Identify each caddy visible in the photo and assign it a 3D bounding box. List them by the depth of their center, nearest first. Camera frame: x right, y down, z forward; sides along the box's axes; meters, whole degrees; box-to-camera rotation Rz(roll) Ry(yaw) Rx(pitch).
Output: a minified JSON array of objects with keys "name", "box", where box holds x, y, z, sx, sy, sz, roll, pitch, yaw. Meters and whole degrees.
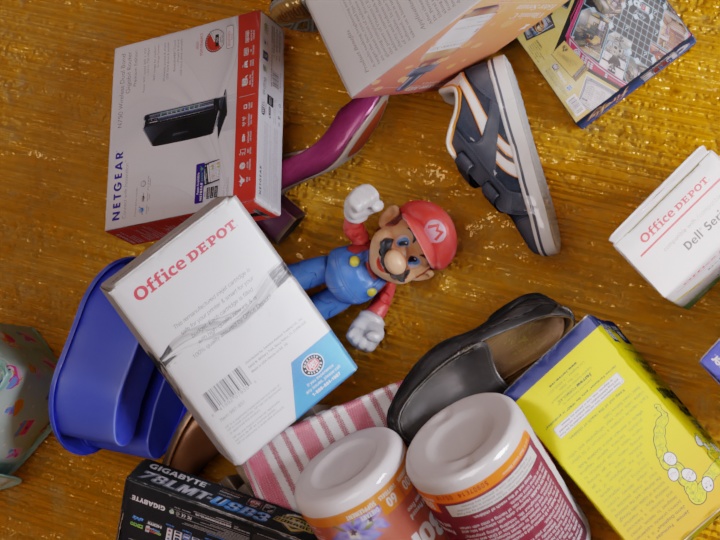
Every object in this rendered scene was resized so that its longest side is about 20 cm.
[{"name":"caddy","box":[-0.230,0.088,1.608,0.104,0.141,0.202,14,79,28]}]

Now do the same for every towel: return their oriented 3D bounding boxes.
[{"name":"towel","box":[0.001,0.191,1.550,0.198,0.030,0.147,-24,104,6]}]

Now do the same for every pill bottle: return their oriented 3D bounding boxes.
[{"name":"pill bottle","box":[0.132,0.217,1.449,0.113,0.115,0.201,-25,116,15]},{"name":"pill bottle","box":[0.033,0.250,1.489,0.111,0.112,0.201,-26,112,15]}]

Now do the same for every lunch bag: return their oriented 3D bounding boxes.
[{"name":"lunch bag","box":[-0.398,0.153,1.653,0.122,0.170,0.200,41,95,19]}]

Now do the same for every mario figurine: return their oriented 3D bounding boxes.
[{"name":"mario figurine","box":[0.000,0.000,1.558,0.199,0.123,0.107,-27,50,20]}]

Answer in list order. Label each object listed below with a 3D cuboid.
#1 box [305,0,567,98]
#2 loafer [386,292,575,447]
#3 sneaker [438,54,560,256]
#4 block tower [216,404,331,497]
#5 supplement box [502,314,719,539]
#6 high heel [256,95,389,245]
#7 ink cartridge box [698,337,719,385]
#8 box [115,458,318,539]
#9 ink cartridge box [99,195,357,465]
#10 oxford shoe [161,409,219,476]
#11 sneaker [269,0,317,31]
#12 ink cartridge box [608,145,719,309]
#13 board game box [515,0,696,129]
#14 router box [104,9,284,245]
[{"name":"box","box":[0.079,-0.254,1.501,0.199,0.152,0.107,-33,78,37]},{"name":"loafer","box":[0.109,0.088,1.494,0.200,0.072,0.073,-40,101,-12]},{"name":"sneaker","box":[0.129,-0.098,1.544,0.079,0.078,0.202,-19,68,12]},{"name":"block tower","box":[-0.098,0.213,1.606,0.200,0.054,0.058,-42,74,12]},{"name":"supplement box","box":[0.239,0.151,1.465,0.109,0.109,0.200,-43,74,11]},{"name":"high heel","box":[-0.058,-0.127,1.613,0.096,0.067,0.200,42,102,7]},{"name":"ink cartridge box","box":[0.370,0.060,1.412,0.200,0.136,0.076,-47,68,10]},{"name":"box","box":[-0.141,0.302,1.566,0.198,0.050,0.200,17,115,12]},{"name":"ink cartridge box","box":[-0.122,0.052,1.514,0.145,0.084,0.201,-38,102,-12]},{"name":"oxford shoe","box":[-0.130,0.150,1.617,0.071,0.071,0.201,36,96,13]},{"name":"sneaker","box":[-0.004,-0.307,1.617,0.198,0.076,0.088,-25,71,6]},{"name":"ink cartridge box","box":[0.287,-0.033,1.416,0.117,0.200,0.067,-45,73,10]},{"name":"board game box","box":[0.204,-0.254,1.553,0.135,0.035,0.201,-36,75,13]},{"name":"router box","box":[-0.163,-0.138,1.628,0.178,0.049,0.202,-10,69,27]}]
